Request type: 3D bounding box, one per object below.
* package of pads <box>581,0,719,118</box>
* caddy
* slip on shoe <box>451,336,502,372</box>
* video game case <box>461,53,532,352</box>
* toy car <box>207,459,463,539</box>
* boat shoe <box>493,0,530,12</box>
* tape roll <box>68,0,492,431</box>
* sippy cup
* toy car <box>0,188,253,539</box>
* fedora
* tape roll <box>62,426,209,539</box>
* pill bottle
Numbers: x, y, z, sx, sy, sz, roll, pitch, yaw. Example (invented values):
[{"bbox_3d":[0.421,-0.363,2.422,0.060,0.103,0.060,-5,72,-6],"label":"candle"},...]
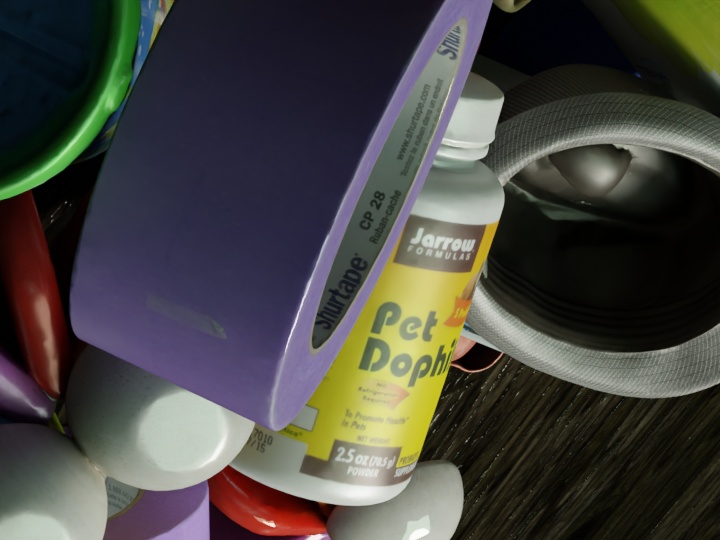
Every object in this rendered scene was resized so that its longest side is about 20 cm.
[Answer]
[{"bbox_3d":[0.178,-0.124,1.258,0.068,0.155,0.200,-43,-161,-7],"label":"package of pads"},{"bbox_3d":[0.166,-0.118,1.437,0.200,0.105,0.141,-37,163,-6],"label":"caddy"},{"bbox_3d":[0.050,0.024,1.628,0.074,0.061,0.200,-39,161,6],"label":"slip on shoe"},{"bbox_3d":[0.081,-0.029,1.406,0.023,0.199,0.182,-80,-163,-44],"label":"video game case"},{"bbox_3d":[-0.044,0.118,1.507,0.149,0.175,0.200,-14,153,-27],"label":"toy car"},{"bbox_3d":[0.124,-0.206,1.215,0.200,0.065,0.071,-45,161,19],"label":"boat shoe"},{"bbox_3d":[-0.026,-0.048,0.960,0.200,0.085,0.201,24,90,-84],"label":"tape roll"},{"bbox_3d":[-0.128,-0.090,0.932,0.177,0.140,0.130,0,-179,13],"label":"sippy cup"},{"bbox_3d":[-0.150,0.034,1.131,0.200,0.175,0.150,-37,121,1],"label":"toy car"},{"bbox_3d":[0.128,-0.033,1.300,0.199,0.091,0.177,23,127,-23],"label":"fedora"},{"bbox_3d":[-0.173,0.137,1.261,0.200,0.200,0.066,-18,114,-46],"label":"tape roll"},{"bbox_3d":[0.000,0.000,1.204,0.109,0.109,0.201,-7,119,-57],"label":"pill bottle"}]
